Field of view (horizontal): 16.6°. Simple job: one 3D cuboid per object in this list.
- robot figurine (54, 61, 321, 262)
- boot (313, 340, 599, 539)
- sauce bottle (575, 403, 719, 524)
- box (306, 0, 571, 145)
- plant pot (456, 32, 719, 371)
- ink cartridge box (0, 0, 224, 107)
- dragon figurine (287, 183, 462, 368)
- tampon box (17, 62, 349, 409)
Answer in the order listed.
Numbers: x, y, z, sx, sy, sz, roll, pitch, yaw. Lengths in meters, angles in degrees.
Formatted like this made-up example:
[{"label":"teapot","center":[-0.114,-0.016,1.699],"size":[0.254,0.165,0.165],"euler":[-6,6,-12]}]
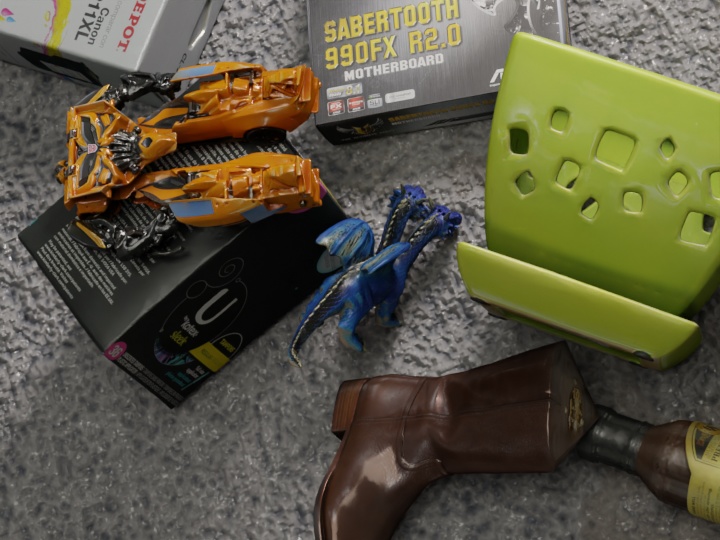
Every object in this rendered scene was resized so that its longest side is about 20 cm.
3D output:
[{"label":"robot figurine","center":[-0.126,-0.085,1.737],"size":[0.199,0.058,0.146],"euler":[-7,68,15]},{"label":"boot","center":[0.069,0.147,1.738],"size":[0.199,0.064,0.188],"euler":[-8,67,28]},{"label":"sauce bottle","center":[0.245,0.142,1.704],"size":[0.199,0.065,0.065],"euler":[18,78,23]},{"label":"box","center":[0.060,-0.191,1.884],"size":[0.199,0.048,0.159],"euler":[-8,70,15]},{"label":"plant pot","center":[0.175,-0.038,1.704],"size":[0.198,0.200,0.183],"euler":[19,87,9]},{"label":"ink cartridge box","center":[-0.218,-0.231,1.968],"size":[0.199,0.083,0.147],"euler":[17,78,23]},{"label":"dragon figurine","center":[0.000,0.000,1.791],"size":[0.059,0.200,0.100],"euler":[28,120,26]},{"label":"tampon box","center":[-0.121,-0.023,1.830],"size":[0.200,0.150,0.126],"euler":[-40,64,1]}]
